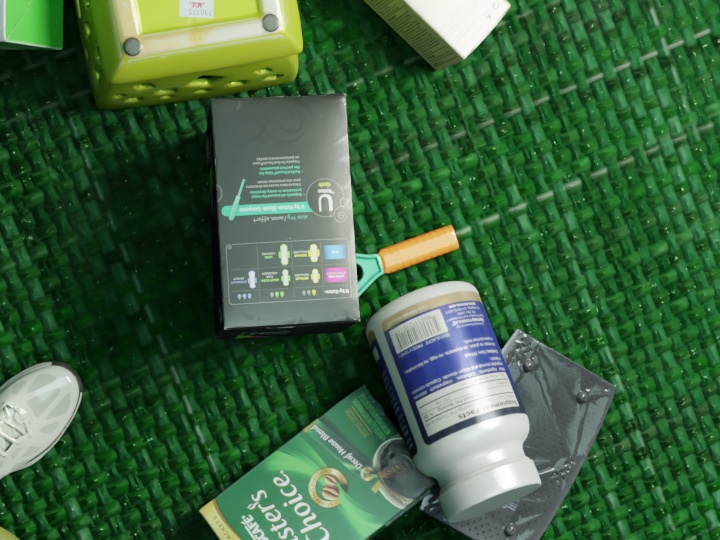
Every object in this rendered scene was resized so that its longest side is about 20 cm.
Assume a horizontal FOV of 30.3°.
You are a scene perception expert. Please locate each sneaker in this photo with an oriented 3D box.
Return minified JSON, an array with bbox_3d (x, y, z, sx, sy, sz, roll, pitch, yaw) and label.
[{"bbox_3d":[-0.330,0.164,1.186,0.200,0.115,0.076,-41,99,-7],"label":"sneaker"}]

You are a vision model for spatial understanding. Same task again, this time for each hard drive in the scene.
[{"bbox_3d":[0.152,0.173,1.317,0.134,0.042,0.201,29,87,-11],"label":"hard drive"}]

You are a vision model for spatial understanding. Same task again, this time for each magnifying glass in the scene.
[{"bbox_3d":[0.000,0.000,1.291,0.199,0.022,0.080,-20,95,-10],"label":"magnifying glass"}]

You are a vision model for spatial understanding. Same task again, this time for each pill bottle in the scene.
[{"bbox_3d":[0.088,0.122,1.234,0.115,0.116,0.201,-17,72,-10],"label":"pill bottle"}]

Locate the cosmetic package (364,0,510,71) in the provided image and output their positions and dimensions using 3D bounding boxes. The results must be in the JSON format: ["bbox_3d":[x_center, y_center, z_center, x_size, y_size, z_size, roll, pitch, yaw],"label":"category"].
[{"bbox_3d":[0.036,-0.284,1.246,0.200,0.103,0.073,44,83,-11],"label":"cosmetic package"}]

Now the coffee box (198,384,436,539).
[{"bbox_3d":[-0.040,0.217,1.263,0.199,0.044,0.123,-35,78,-7],"label":"coffee box"}]

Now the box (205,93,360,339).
[{"bbox_3d":[-0.073,-0.043,1.198,0.123,0.149,0.202,-3,85,-8],"label":"box"}]

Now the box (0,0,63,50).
[{"bbox_3d":[-0.350,-0.293,1.137,0.175,0.097,0.202,5,96,18],"label":"box"}]

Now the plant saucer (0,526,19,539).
[{"bbox_3d":[-0.373,0.265,1.174,0.198,0.031,0.201,-2,136,-2],"label":"plant saucer"}]

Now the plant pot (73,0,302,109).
[{"bbox_3d":[-0.155,-0.257,1.171,0.198,0.181,0.201,-10,95,-9],"label":"plant pot"}]
